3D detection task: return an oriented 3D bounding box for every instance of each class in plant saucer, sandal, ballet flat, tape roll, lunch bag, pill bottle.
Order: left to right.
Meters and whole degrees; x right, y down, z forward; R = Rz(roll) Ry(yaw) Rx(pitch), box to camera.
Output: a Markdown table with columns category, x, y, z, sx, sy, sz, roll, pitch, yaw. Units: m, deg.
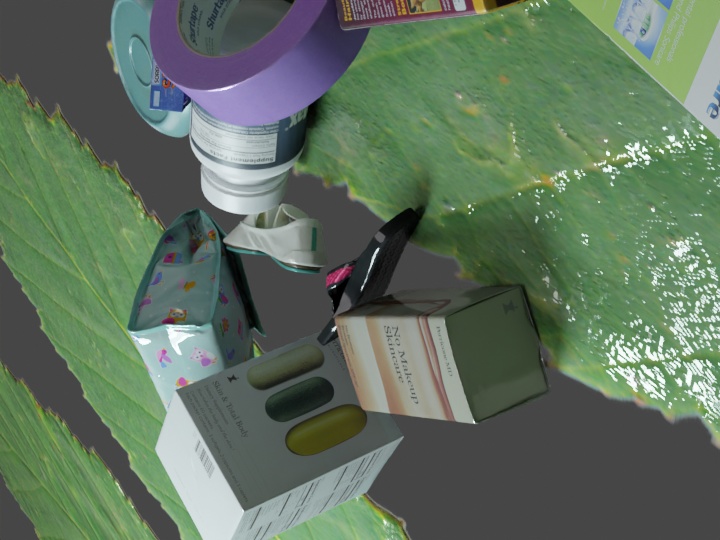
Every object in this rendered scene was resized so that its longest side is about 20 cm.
| category | x | y | z | sx | sy | sz | roll | pitch | yaw |
| --- | --- | --- | --- | --- | --- | --- | --- | --- | --- |
| plant saucer | -0.256 | -0.255 | 1.635 | 0.200 | 0.027 | 0.200 | 41 | 142 | 43 |
| lunch bag | -0.185 | 0.049 | 1.577 | 0.200 | 0.122 | 0.171 | -85 | -14 | -46 |
| pill bottle | -0.111 | -0.160 | 1.342 | 0.120 | 0.119 | 0.200 | 48 | 146 | 34 |
| tape roll | -0.086 | -0.229 | 1.175 | 0.200 | 0.200 | 0.066 | 44 | -176 | 39 |
| ballet flat | -0.088 | -0.041 | 1.450 | 0.200 | 0.069 | 0.070 | 17 | 123 | 62 |
| sandal | 0.000 | 0.000 | 1.303 | 0.045 | 0.075 | 0.200 | 42 | 137 | 13 |

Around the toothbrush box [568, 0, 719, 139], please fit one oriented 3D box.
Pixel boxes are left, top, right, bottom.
| category | x | y | z | sx | sy | sz | roll | pitch | yaw |
| --- | --- | --- | --- | --- | --- | --- | --- | --- | --- |
| toothbrush box | 0.204 | -0.174 | 0.747 | 0.200 | 0.145 | 0.086 | 49 | 146 | 31 |

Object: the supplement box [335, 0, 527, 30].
| category | x | y | z | sx | sy | sz | roll | pitch | yaw |
| --- | --- | --- | --- | --- | --- | --- | --- | --- | --- |
| supplement box | 0.056 | -0.251 | 1.021 | 0.200 | 0.086 | 0.111 | 11 | 118 | 58 |

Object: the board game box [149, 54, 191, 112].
| category | x | y | z | sx | sy | sz | roll | pitch | yaw |
| --- | --- | --- | --- | --- | --- | --- | --- | --- | --- |
| board game box | -0.181 | -0.239 | 1.366 | 0.200 | 0.034 | 0.136 | -98 | 14 | -77 |

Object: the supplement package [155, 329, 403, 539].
| category | x | y | z | sx | sy | sz | roll | pitch | yaw |
| --- | --- | --- | --- | --- | --- | --- | --- | --- | --- |
| supplement package | -0.091 | 0.186 | 1.453 | 0.152 | 0.200 | 0.151 | 57 | 149 | 21 |

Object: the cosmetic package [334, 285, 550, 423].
| category | x | y | z | sx | sy | sz | roll | pitch | yaw |
| --- | --- | --- | --- | --- | --- | --- | --- | --- | --- |
| cosmetic package | 0.069 | 0.074 | 1.216 | 0.200 | 0.087 | 0.104 | -7 | 102 | 61 |
